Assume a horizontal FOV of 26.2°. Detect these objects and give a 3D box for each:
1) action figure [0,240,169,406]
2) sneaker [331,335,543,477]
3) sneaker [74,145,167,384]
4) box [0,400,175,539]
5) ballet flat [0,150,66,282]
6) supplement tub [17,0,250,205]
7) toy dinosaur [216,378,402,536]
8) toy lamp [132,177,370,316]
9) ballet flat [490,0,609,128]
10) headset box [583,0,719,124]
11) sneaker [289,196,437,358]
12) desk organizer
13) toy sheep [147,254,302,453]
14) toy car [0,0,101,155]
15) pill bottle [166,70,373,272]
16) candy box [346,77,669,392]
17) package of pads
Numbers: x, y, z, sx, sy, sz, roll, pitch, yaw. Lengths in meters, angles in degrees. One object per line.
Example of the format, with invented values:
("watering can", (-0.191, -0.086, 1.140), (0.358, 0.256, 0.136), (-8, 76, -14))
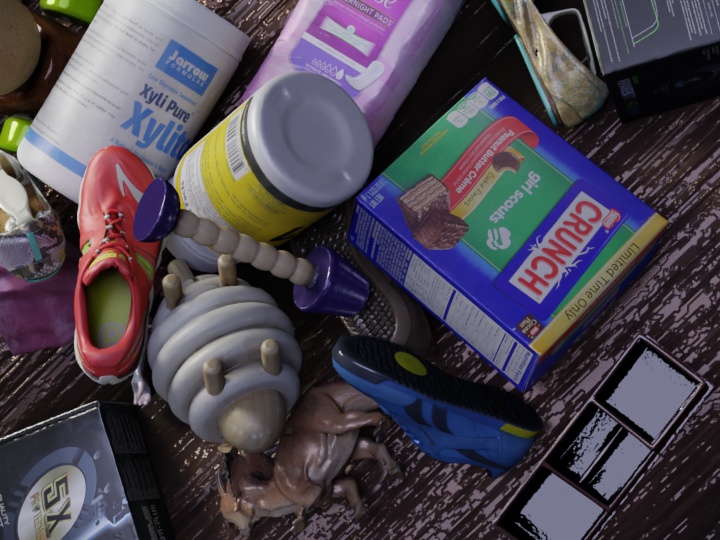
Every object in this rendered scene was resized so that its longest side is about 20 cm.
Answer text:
("action figure", (-0.227, 0.024, 1.387), (0.199, 0.135, 0.149), (3, 42, 3))
("sneaker", (0.053, 0.118, 1.254), (0.199, 0.066, 0.079), (25, 115, -26))
("sneaker", (-0.196, -0.009, 1.260), (0.076, 0.085, 0.201), (0, 78, -4))
("box", (-0.255, 0.236, 1.358), (0.163, 0.086, 0.201), (-21, 79, 11))
("ballet flat", (-0.307, -0.067, 1.343), (0.072, 0.072, 0.200), (-49, 42, 5))
("supplement tub", (-0.200, -0.151, 1.364), (0.132, 0.132, 0.201), (32, 93, 16))
("toy dinosaur", (-0.044, 0.148, 1.318), (0.135, 0.086, 0.200), (35, 82, 37))
("toy lamp", (-0.081, -0.011, 1.221), (0.199, 0.058, 0.059), (21, 89, -28))
("ballet flat", (0.148, -0.217, 1.313), (0.070, 0.071, 0.201), (-29, 83, 10))
("headset box", (0.284, -0.201, 1.218), (0.199, 0.174, 0.093), (-15, 79, 11))
("sneaker", (0.000, 0.000, 1.332), (0.070, 0.075, 0.201), (-39, 56, 21))
("desk organizer", (0.195, 0.149, 1.252), (0.072, 0.077, 0.200), (38, 94, 16))
("toy sheep", (-0.114, 0.065, 1.277), (0.137, 0.138, 0.201), (-31, 57, 10))
("toy car", (-0.340, -0.202, 1.371), (0.157, 0.200, 0.165), (15, 87, 16))
("pill bottle", (-0.086, -0.075, 1.289), (0.200, 0.114, 0.115), (-31, 73, 52))
("candy box", (0.118, -0.031, 1.262), (0.200, 0.077, 0.169), (41, 66, 14))
("package of pads", (-0.004, -0.192, 1.345), (0.120, 0.076, 0.201), (33, 93, 13))
